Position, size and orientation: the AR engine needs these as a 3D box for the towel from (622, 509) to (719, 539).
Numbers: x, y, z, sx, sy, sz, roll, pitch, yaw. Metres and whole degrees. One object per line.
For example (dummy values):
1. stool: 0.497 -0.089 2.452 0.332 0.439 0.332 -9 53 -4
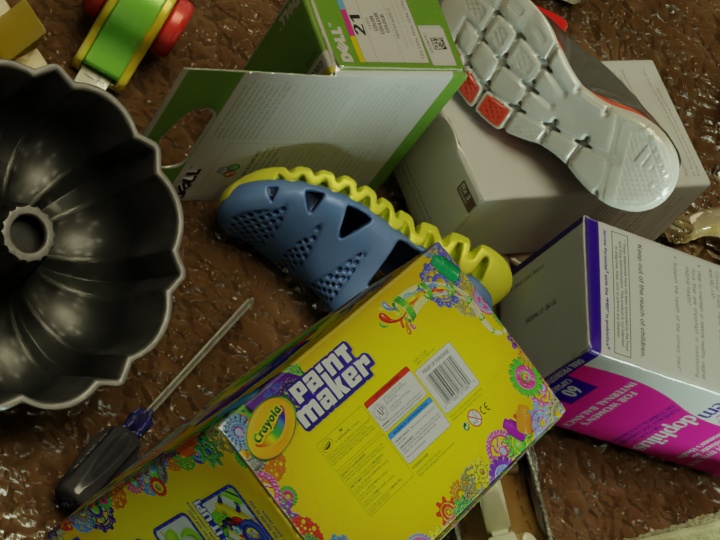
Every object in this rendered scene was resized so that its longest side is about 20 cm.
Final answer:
1. towel: 0.208 0.229 1.392 0.200 0.036 0.148 -10 65 -35

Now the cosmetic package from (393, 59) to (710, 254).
1. cosmetic package: 0.125 -0.078 1.506 0.200 0.081 0.113 -4 60 -31

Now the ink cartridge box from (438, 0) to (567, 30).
1. ink cartridge box: 0.061 -0.209 1.579 0.200 0.067 0.116 27 48 -4

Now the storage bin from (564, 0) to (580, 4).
1. storage bin: 0.119 -0.333 1.680 0.199 0.094 0.200 29 48 -20

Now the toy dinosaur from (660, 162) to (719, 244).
1. toy dinosaur: 0.311 -0.025 1.594 0.200 0.101 0.058 23 13 1

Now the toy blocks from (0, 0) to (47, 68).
1. toy blocks: -0.283 -0.137 1.330 0.137 0.100 0.200 -33 88 -28

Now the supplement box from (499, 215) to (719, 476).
1. supplement box: 0.201 0.055 1.451 0.200 0.101 0.103 17 56 -25

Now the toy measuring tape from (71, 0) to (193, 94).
1. toy measuring tape: -0.156 -0.147 1.417 0.074 0.074 0.200 31 48 -9

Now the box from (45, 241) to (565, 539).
1. box: -0.030 0.112 1.217 0.122 0.193 0.200 53 47 -2

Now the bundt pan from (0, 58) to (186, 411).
1. bundt pan: -0.204 -0.015 1.264 0.202 0.076 0.202 7 78 -32

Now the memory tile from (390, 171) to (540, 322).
1. memory tile: 0.104 -0.039 1.530 0.153 0.017 0.200 -20 71 -38

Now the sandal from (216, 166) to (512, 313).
1. sandal: 0.000 0.000 1.405 0.200 0.079 0.087 23 63 -10

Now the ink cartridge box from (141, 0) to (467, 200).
1. ink cartridge box: -0.057 -0.112 1.397 0.200 0.148 0.076 -2 59 -31

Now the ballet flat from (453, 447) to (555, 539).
1. ballet flat: 0.084 0.160 1.342 0.072 0.072 0.200 5 55 -28

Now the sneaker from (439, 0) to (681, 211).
1. sneaker: 0.131 -0.115 1.451 0.200 0.077 0.082 47 21 8

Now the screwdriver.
1. screwdriver: -0.119 0.077 1.315 0.028 0.029 0.200 41 45 0
